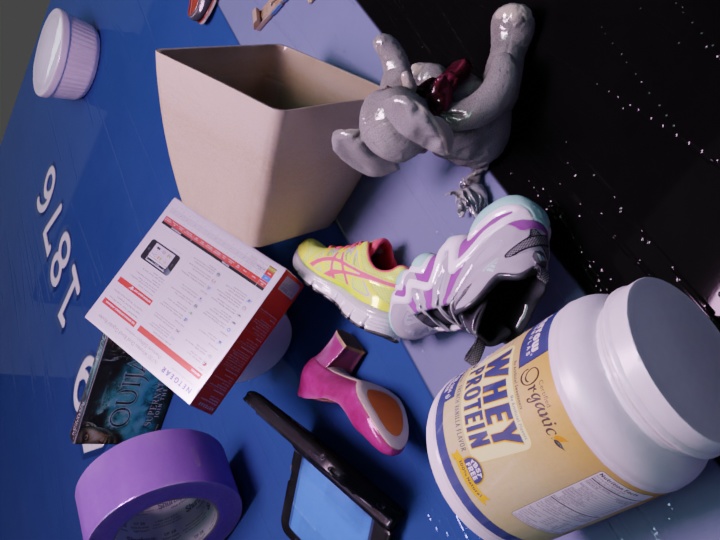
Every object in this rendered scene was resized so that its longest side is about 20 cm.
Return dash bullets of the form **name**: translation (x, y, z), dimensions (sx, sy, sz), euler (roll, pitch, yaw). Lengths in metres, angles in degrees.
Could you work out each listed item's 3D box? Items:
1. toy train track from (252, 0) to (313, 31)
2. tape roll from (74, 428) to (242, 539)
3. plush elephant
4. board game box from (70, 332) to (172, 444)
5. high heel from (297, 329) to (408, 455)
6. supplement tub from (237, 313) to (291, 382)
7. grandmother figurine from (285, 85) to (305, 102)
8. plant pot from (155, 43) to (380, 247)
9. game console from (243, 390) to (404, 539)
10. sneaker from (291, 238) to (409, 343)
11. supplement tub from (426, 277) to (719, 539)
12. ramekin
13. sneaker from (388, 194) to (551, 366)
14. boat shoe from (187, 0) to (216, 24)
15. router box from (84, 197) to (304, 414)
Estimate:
- **toy train track**: translation (-0.106, -0.408, 1.158), dimensions (0.200, 0.032, 0.115), euler (-32, 58, 46)
- **tape roll**: translation (-0.260, 0.301, 1.065), dimensions (0.200, 0.200, 0.085), euler (-57, 43, 28)
- **plush elephant**: translation (0.059, -0.154, 0.780), dimensions (0.164, 0.154, 0.201), euler (-12, 72, 51)
- **board game box**: translation (-0.355, 0.180, 1.272), dimensions (0.028, 0.135, 0.201), euler (41, 115, 48)
- **high heel**: translation (-0.016, 0.151, 0.877), dimensions (0.096, 0.067, 0.200), euler (-56, 37, 15)
- **supplement tub**: translation (-0.182, 0.034, 1.066), dimensions (0.200, 0.145, 0.146), euler (52, 123, 45)
- **grandmother figurine**: translation (-0.113, -0.189, 1.104), dimensions (0.200, 0.061, 0.121), euler (-38, 81, 39)
- **plant pot**: translation (-0.107, -0.142, 0.947), dimensions (0.199, 0.200, 0.178), euler (30, 121, 30)
- **game console**: translation (-0.058, 0.246, 0.886), dimensions (0.117, 0.176, 0.200), euler (-52, 37, -10)
- **sneaker**: translation (0.000, 0.000, 0.904), dimensions (0.200, 0.078, 0.091), euler (35, 99, 46)
- **supplement tub**: translation (0.159, 0.106, 0.600), dimensions (0.200, 0.144, 0.145), euler (-41, 51, 40)
- **ramekin**: translation (-0.662, -0.480, 1.860), dimensions (0.202, 0.094, 0.203), euler (-17, 68, 50)
- **sneaker**: translation (0.090, 0.036, 0.729), dimensions (0.200, 0.078, 0.140), euler (-47, 25, 37)
- **boat shoe**: translation (-0.266, -0.515, 1.370), dimensions (0.071, 0.062, 0.201), euler (16, 96, 51)
- **router box**: translation (-0.194, 0.035, 0.946), dimensions (0.200, 0.049, 0.180), euler (32, 82, 31)
